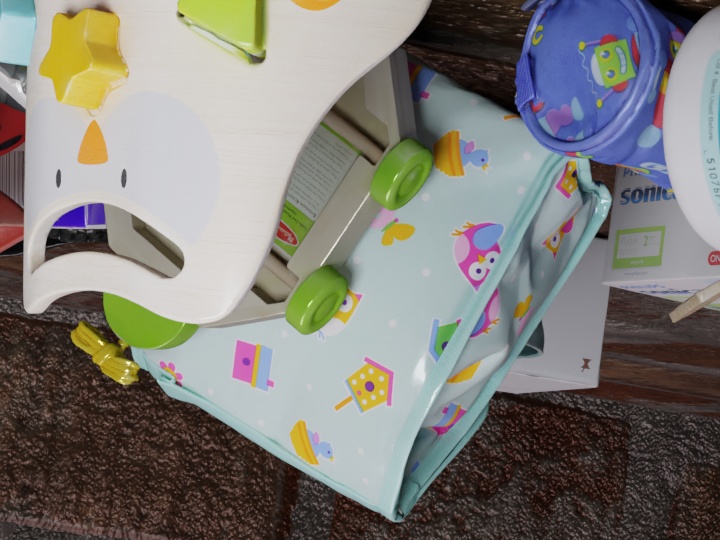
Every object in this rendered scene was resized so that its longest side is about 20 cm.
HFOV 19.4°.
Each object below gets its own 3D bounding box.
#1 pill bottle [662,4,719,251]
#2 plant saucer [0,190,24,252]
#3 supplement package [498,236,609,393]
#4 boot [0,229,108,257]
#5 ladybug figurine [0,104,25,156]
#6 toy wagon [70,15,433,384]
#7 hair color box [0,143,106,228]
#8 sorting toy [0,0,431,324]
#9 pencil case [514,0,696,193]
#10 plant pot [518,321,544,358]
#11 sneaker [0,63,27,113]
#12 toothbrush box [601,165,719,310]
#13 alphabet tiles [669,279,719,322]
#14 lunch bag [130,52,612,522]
[{"bbox_3d":[0.227,-0.058,0.832,0.199,0.112,0.110,2,171,45],"label":"pill bottle"},{"bbox_3d":[-0.293,-0.012,1.054,0.198,0.037,0.199,0,165,-39],"label":"plant saucer"},{"bbox_3d":[0.112,0.032,1.689,0.116,0.118,0.200,10,173,-13],"label":"supplement package"},{"bbox_3d":[-0.239,-0.056,1.524,0.209,0.080,0.158,-5,177,13],"label":"boot"},{"bbox_3d":[-0.229,-0.106,1.144,0.135,0.073,0.200,7,173,9],"label":"ladybug figurine"},{"bbox_3d":[-0.063,-0.038,0.963,0.155,0.201,0.040,39,-166,21],"label":"toy wagon"},{"bbox_3d":[-0.134,-0.059,1.299,0.109,0.065,0.199,3,-177,38],"label":"hair color box"},{"bbox_3d":[-0.080,-0.070,0.807,0.199,0.182,0.106,1,171,43],"label":"sorting toy"},{"bbox_3d":[0.149,-0.071,0.960,0.086,0.079,0.199,-8,164,41],"label":"pencil case"},{"bbox_3d":[0.016,-0.031,1.212,0.199,0.135,0.200,9,173,1],"label":"plant pot"},{"bbox_3d":[-0.188,-0.122,1.023,0.199,0.075,0.084,24,172,-34],"label":"sneaker"},{"bbox_3d":[0.267,-0.016,1.247,0.199,0.087,0.145,14,171,-30],"label":"toothbrush box"},{"bbox_3d":[0.243,-0.028,1.020,0.199,0.008,0.167,-29,174,-2],"label":"alphabet tiles"},{"bbox_3d":[0.000,0.000,1.017,0.170,0.201,0.122,30,180,18],"label":"lunch bag"}]
